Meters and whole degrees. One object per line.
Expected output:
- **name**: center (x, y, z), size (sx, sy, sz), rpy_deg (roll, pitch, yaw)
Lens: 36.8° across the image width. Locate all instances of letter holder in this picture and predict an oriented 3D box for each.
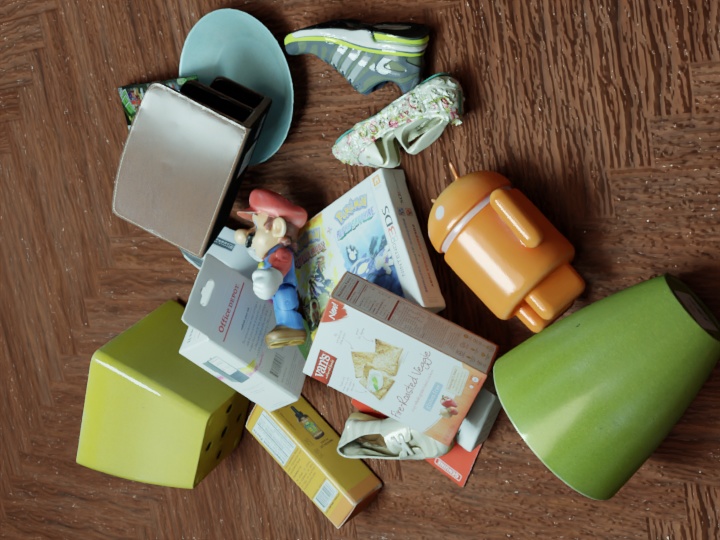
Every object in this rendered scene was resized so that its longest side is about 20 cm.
- **letter holder**: center (-0.218, -0.144, 1.367), size (0.141, 0.101, 0.201), rpy_deg (25, 122, -1)

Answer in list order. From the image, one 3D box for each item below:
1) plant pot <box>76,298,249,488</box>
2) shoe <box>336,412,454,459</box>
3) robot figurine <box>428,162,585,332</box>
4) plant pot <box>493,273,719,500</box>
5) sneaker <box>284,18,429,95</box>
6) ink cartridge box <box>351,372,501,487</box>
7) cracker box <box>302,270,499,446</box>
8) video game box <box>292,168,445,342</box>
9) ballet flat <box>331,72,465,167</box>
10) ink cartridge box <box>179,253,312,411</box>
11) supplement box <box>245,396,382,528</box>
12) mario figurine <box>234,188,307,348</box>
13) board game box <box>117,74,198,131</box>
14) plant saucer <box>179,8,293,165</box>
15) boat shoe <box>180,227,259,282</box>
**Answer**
- **plant pot**: center (-0.269, 0.196, 1.564), size (0.175, 0.200, 0.201), rpy_deg (25, 120, 15)
- **shoe**: center (0.041, 0.219, 1.381), size (0.199, 0.053, 0.070), rpy_deg (-8, 120, 53)
- **robot figurine**: center (0.154, -0.027, 1.194), size (0.117, 0.144, 0.200), rpy_deg (-46, 76, 16)
- **plant pot**: center (0.272, 0.102, 1.125), size (0.200, 0.187, 0.187), rpy_deg (-45, 76, 23)
- **sneaker**: center (-0.009, -0.249, 1.274), size (0.199, 0.074, 0.082), rpy_deg (14, 117, 36)
- **ink cartridge box**: center (0.072, 0.163, 1.373), size (0.199, 0.043, 0.175), rpy_deg (34, 122, 24)
- **cracker box**: center (0.044, 0.104, 1.259), size (0.199, 0.058, 0.135), rpy_deg (26, 132, 6)
- **video game box**: center (0.000, 0.000, 1.338), size (0.200, 0.047, 0.184), rpy_deg (-33, 64, 40)
- **ballet flat**: center (0.042, -0.158, 1.259), size (0.199, 0.075, 0.064), rpy_deg (-30, 68, 41)
- **ink cartridge box**: center (-0.158, 0.081, 1.413), size (0.200, 0.118, 0.067), rpy_deg (38, 138, -28)
- **supplement box**: center (-0.066, 0.254, 1.498), size (0.200, 0.066, 0.069), rpy_deg (47, 131, 16)
- **mario figurine**: center (-0.122, -0.003, 1.359), size (0.123, 0.105, 0.202), rpy_deg (-17, 77, 47)
- **board game box**: center (-0.269, -0.209, 1.488), size (0.199, 0.023, 0.106), rpy_deg (6, 114, 52)
- **plant saucer**: center (-0.153, -0.239, 1.410), size (0.200, 0.039, 0.203), rpy_deg (13, 113, 33)
- **boat shoe**: center (-0.171, -0.008, 1.490), size (0.199, 0.072, 0.068), rpy_deg (24, 154, 14)
